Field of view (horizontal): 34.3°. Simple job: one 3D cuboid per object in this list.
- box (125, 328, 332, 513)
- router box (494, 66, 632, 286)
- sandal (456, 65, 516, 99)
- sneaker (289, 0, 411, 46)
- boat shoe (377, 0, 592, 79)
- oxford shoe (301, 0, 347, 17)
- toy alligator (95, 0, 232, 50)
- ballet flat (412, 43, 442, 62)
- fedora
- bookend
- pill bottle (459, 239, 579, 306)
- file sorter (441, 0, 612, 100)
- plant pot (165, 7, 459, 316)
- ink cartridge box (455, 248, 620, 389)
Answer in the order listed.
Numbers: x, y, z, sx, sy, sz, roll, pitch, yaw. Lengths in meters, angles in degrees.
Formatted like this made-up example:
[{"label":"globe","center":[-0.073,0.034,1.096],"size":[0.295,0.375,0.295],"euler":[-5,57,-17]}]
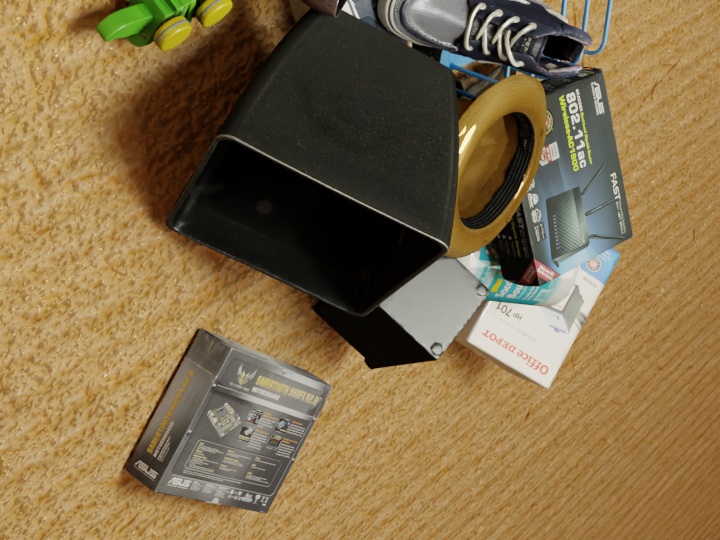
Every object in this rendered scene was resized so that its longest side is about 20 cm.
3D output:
[{"label":"box","center":[-0.129,0.160,1.198],"size":[0.200,0.048,0.159],"euler":[29,88,-57]},{"label":"router box","center":[0.207,-0.101,1.256],"size":[0.149,0.062,0.201],"euler":[-26,112,-30]},{"label":"sandal","center":[0.117,-0.179,1.284],"size":[0.200,0.054,0.082],"euler":[-44,153,-39]},{"label":"sneaker","center":[-0.006,-0.225,1.075],"size":[0.079,0.078,0.200],"euler":[-48,151,-15]},{"label":"boat shoe","center":[0.118,-0.220,1.048],"size":[0.199,0.093,0.075],"euler":[-1,119,-33]},{"label":"oxford shoe","center":[0.021,-0.287,0.956],"size":[0.200,0.073,0.071],"euler":[-47,167,-6]},{"label":"toy alligator","center":[-0.128,-0.224,0.929],"size":[0.200,0.059,0.054],"euler":[-38,180,-26]},{"label":"ballet flat","center":[0.061,-0.236,1.169],"size":[0.057,0.066,0.201],"euler":[-25,139,-42]},{"label":"fedora","center":[0.101,-0.108,1.113],"size":[0.200,0.082,0.201],"euler":[-40,145,-36]},{"label":"bookend","center":[0.000,0.000,1.200],"size":[0.092,0.199,0.200],"euler":[-50,-172,-18]},{"label":"pill bottle","center":[0.144,-0.020,1.342],"size":[0.199,0.111,0.111],"euler":[6,111,-24]},{"label":"file sorter","center":[0.163,-0.273,1.226],"size":[0.200,0.122,0.139],"euler":[-30,134,-38]},{"label":"plant pot","center":[-0.025,-0.101,0.995],"size":[0.200,0.199,0.178],"euler":[-42,-155,61]},{"label":"ink cartridge box","center":[0.216,0.027,1.488],"size":[0.146,0.086,0.201],"euler":[30,86,-25]}]
